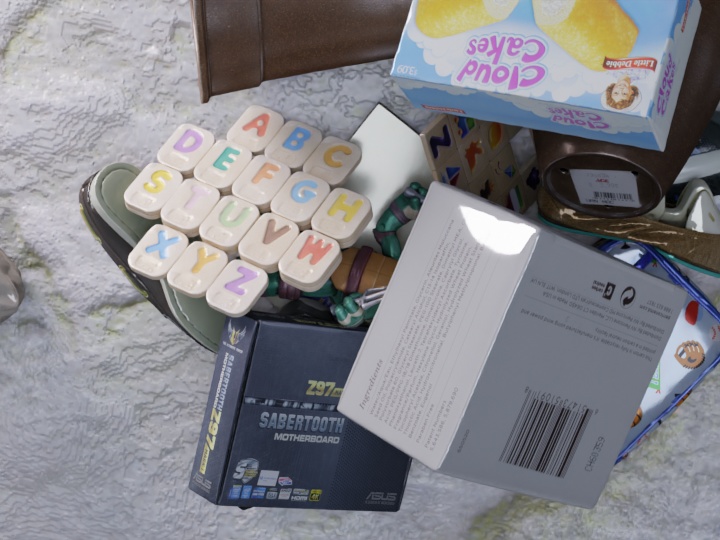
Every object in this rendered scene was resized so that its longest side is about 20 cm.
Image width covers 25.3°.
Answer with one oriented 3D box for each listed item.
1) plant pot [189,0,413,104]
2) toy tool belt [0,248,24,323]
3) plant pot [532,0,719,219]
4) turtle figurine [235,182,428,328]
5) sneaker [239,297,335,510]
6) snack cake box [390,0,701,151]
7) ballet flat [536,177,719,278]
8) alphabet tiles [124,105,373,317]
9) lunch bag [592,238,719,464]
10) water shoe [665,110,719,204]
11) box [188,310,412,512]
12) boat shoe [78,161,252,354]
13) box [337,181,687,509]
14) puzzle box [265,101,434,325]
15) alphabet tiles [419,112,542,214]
[{"bbox_3d":[-0.041,-0.244,1.289,0.198,0.200,0.201,-6,102,-5],"label":"plant pot"},{"bbox_3d":[-0.391,-0.009,1.371,0.123,0.125,0.200,-42,98,0],"label":"toy tool belt"},{"bbox_3d":[0.207,-0.148,1.258,0.186,0.187,0.200,16,64,-3],"label":"plant pot"},{"bbox_3d":[0.000,0.000,1.343,0.199,0.150,0.101,12,139,10],"label":"turtle figurine"},{"bbox_3d":[-0.068,0.121,1.402,0.075,0.079,0.200,18,110,1],"label":"sneaker"},{"bbox_3d":[0.135,-0.166,1.168,0.199,0.067,0.115,12,77,24],"label":"snack cake box"},{"bbox_3d":[0.245,-0.050,1.330,0.199,0.068,0.072,17,113,-9],"label":"ballet flat"},{"bbox_3d":[-0.095,-0.055,1.331,0.200,0.015,0.196,24,60,23],"label":"alphabet tiles"},{"bbox_3d":[0.209,0.070,1.403,0.160,0.076,0.200,44,98,-5],"label":"lunch bag"},{"bbox_3d":[0.263,-0.102,1.379,0.199,0.072,0.079,-7,67,10],"label":"water shoe"},{"bbox_3d":[-0.037,0.121,1.355,0.200,0.051,0.158,9,96,-39],"label":"box"},{"bbox_3d":[-0.169,-0.006,1.401,0.072,0.061,0.201,-44,104,-30],"label":"boat shoe"},{"bbox_3d":[0.121,0.062,1.262,0.199,0.131,0.200,19,95,-43],"label":"box"},{"bbox_3d":[0.006,-0.030,1.409,0.133,0.025,0.200,38,100,-7],"label":"puzzle box"},{"bbox_3d":[0.104,-0.126,1.306,0.008,0.167,0.200,8,130,39],"label":"alphabet tiles"}]
